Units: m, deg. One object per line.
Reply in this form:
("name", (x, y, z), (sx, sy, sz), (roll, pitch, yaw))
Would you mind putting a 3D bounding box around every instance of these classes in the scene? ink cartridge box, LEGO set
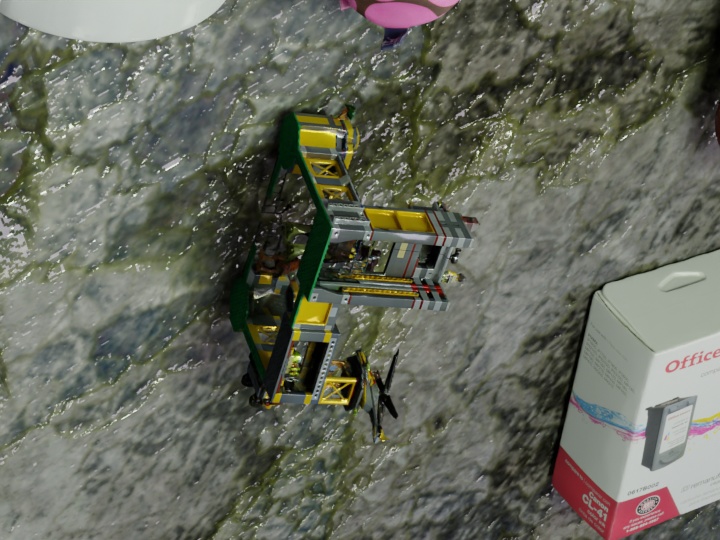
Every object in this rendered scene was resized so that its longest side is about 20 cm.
("ink cartridge box", (0.242, 0.097, 2.124), (0.147, 0.086, 0.201), (-17, 137, -29))
("LEGO set", (0.000, 0.000, 1.769), (0.115, 0.154, 0.201), (4, 117, -22))

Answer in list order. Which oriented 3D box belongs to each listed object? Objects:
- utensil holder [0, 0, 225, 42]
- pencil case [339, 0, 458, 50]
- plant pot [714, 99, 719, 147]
("utensil holder", (-0.128, -0.245, 1.419), (0.169, 0.170, 0.201), (-17, 137, -29))
("pencil case", (-0.004, -0.225, 1.616), (0.093, 0.091, 0.200), (-4, 146, 23))
("plant pot", (0.348, -0.155, 1.909), (0.200, 0.201, 0.196), (-16, 143, -30))
